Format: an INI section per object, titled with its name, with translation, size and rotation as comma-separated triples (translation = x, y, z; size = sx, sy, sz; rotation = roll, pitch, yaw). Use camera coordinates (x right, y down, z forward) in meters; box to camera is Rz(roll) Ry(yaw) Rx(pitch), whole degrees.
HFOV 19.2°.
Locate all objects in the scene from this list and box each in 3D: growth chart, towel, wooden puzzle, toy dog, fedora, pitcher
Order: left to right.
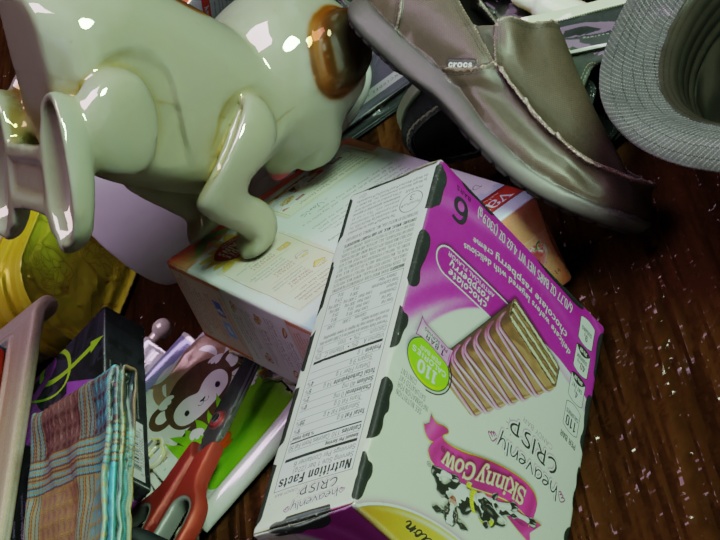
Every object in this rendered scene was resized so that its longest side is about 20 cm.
[wooden puzzle]
translation = -0.257, 0.124, 1.262
size = 0.185, 0.037, 0.200
rotation = -35, 34, 38
[towel]
translation = -0.149, 0.158, 1.076
size = 0.147, 0.022, 0.201
rotation = -30, 56, 59
[growth chart]
translation = -0.101, 0.087, 1.227
size = 0.145, 0.018, 0.200
rotation = -54, 33, -13
[toy dog]
translation = -0.093, -0.100, 1.143
size = 0.139, 0.200, 0.195
rotation = -8, 89, 62
[pitcher]
translation = -0.078, -0.080, 1.286
size = 0.200, 0.121, 0.172
rotation = -49, 29, 11
[fedora]
translation = 0.219, -0.093, 0.973
size = 0.200, 0.090, 0.177
rotation = -6, 49, 39

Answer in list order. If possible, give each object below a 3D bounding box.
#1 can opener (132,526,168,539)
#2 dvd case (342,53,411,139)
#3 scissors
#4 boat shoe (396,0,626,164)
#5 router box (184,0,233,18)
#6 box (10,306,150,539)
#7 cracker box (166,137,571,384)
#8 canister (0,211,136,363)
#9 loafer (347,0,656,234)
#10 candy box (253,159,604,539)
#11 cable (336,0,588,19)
[can opener]
translation = -0.077, 0.166, 1.032
size = 0.063, 0.079, 0.200
rotation = -14, 17, -24
[dvd case]
translation = 0.014, -0.163, 1.390
size = 0.149, 0.016, 0.200
rotation = -34, 32, 19
[scissors]
translation = -0.078, 0.095, 1.164
size = 0.200, 0.014, 0.073
rotation = -54, 28, -16
[boat shoe]
translation = 0.107, -0.095, 1.126
size = 0.200, 0.072, 0.068
rotation = -17, 49, 24
[router box]
translation = -0.101, -0.188, 1.421
size = 0.180, 0.049, 0.200
rotation = -52, -8, -13
[box]
translation = -0.195, 0.133, 1.230
size = 0.200, 0.036, 0.143
rotation = -46, 30, 24
[cracker box]
translation = 0.000, 0.000, 1.133
size = 0.134, 0.058, 0.200
rotation = -35, 26, -18
[canister]
translation = -0.249, 0.013, 1.437
size = 0.200, 0.087, 0.149
rotation = -23, 36, 37
[loafer]
translation = 0.078, -0.095, 1.073
size = 0.200, 0.073, 0.071
rotation = 43, 103, 20
[candy box]
translation = 0.038, 0.069, 0.956
size = 0.061, 0.136, 0.200
rotation = -21, 38, 36
[cable]
translation = 0.072, -0.165, 1.212
size = 0.200, 0.050, 0.097
rotation = 19, 89, 24
